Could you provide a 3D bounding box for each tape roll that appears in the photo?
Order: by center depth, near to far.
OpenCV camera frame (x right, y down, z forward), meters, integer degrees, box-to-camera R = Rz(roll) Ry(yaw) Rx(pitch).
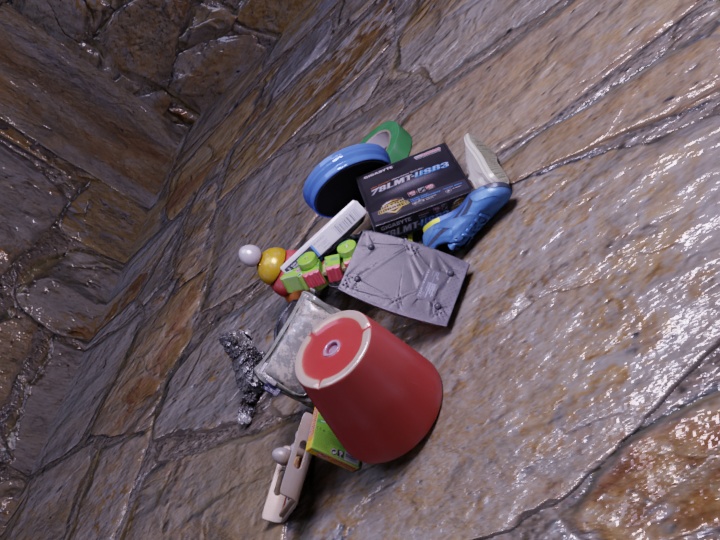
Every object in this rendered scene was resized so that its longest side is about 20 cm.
[{"bbox_3d":[0.037,-0.261,1.840,0.200,0.048,0.201,-40,30,29],"label":"tape roll"}]

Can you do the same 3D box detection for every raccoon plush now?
[{"bbox_3d":[-0.265,0.222,1.697,0.097,0.134,0.201,-33,34,36],"label":"raccoon plush"}]

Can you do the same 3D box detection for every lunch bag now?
[{"bbox_3d":[-0.088,0.154,1.438,0.201,0.167,0.139,-59,26,-5],"label":"lunch bag"}]

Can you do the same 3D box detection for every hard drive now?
[{"bbox_3d":[0.075,0.017,1.331,0.042,0.199,0.136,78,-147,-65],"label":"hard drive"}]

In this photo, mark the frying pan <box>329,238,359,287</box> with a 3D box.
[{"bbox_3d":[0.005,-0.015,1.504,0.189,0.031,0.116,-4,55,43],"label":"frying pan"}]

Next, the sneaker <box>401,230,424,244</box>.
[{"bbox_3d":[0.092,0.006,1.434,0.201,0.074,0.085,-84,20,-45],"label":"sneaker"}]

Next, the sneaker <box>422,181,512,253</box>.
[{"bbox_3d":[0.192,-0.080,1.362,0.200,0.066,0.079,-35,48,35],"label":"sneaker"}]

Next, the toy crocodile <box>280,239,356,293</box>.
[{"bbox_3d":[-0.053,-0.003,1.428,0.199,0.068,0.062,-17,32,10],"label":"toy crocodile"}]

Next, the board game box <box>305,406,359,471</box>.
[{"bbox_3d":[-0.031,0.235,1.329,0.030,0.095,0.201,-39,30,46],"label":"board game box"}]

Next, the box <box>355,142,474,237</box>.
[{"bbox_3d":[0.104,-0.153,1.490,0.199,0.050,0.199,-20,38,3],"label":"box"}]

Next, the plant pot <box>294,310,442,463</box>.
[{"bbox_3d":[0.003,0.170,1.208,0.199,0.177,0.201,-26,37,22],"label":"plant pot"}]

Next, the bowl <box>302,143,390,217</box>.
[{"bbox_3d":[-0.022,-0.182,1.608,0.200,0.200,0.040,-42,62,26],"label":"bowl"}]

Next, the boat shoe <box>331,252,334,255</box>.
[{"bbox_3d":[-0.021,-0.021,1.629,0.068,0.072,0.200,-48,40,-4],"label":"boat shoe"}]

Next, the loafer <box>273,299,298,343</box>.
[{"bbox_3d":[-0.149,0.159,1.660,0.072,0.073,0.201,-1,68,49],"label":"loafer"}]

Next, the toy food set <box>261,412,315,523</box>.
[{"bbox_3d":[-0.129,0.346,1.345,0.200,0.060,0.144,116,172,-57],"label":"toy food set"}]

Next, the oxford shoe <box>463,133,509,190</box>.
[{"bbox_3d":[0.221,-0.194,1.428,0.058,0.075,0.201,-53,26,28],"label":"oxford shoe"}]

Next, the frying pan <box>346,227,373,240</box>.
[{"bbox_3d":[-0.010,-0.049,1.704,0.190,0.031,0.116,-33,36,42],"label":"frying pan"}]

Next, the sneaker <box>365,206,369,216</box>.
[{"bbox_3d":[0.090,-0.175,1.607,0.201,0.087,0.076,-54,24,1],"label":"sneaker"}]

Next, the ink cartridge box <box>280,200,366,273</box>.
[{"bbox_3d":[-0.073,-0.052,1.568,0.198,0.043,0.200,-43,0,-3],"label":"ink cartridge box"}]

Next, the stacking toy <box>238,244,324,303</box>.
[{"bbox_3d":[-0.183,-0.006,1.737,0.146,0.199,0.147,-51,23,31],"label":"stacking toy"}]
